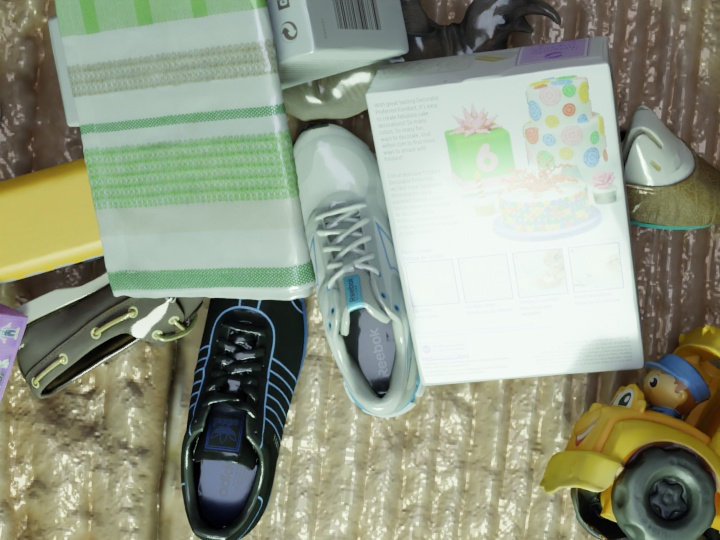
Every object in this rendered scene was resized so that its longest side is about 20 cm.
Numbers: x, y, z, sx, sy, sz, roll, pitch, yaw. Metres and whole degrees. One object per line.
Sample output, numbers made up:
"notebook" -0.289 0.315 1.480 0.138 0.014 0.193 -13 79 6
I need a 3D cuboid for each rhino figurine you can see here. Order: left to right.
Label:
"rhino figurine" 0.030 -0.148 0.892 0.198 0.060 0.088 -7 96 7

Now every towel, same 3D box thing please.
"towel" -0.099 -0.083 0.790 0.148 0.031 0.201 0 105 31

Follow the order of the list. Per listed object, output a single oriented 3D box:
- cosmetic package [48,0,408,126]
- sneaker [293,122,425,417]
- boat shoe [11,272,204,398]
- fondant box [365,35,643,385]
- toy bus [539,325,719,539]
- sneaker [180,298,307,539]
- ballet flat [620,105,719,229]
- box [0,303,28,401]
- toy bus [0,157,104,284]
"cosmetic package" -0.082 -0.143 0.838 0.199 0.101 0.072 -11 91 35
"sneaker" 0.000 0.000 0.890 0.074 0.087 0.201 -17 90 5
"boat shoe" -0.141 0.023 0.895 0.199 0.072 0.060 -23 84 16
"fondant box" 0.093 -0.033 0.851 0.143 0.058 0.201 -5 115 14
"toy bus" 0.235 0.098 0.860 0.199 0.136 0.193 21 82 -2
"sneaker" -0.076 0.080 0.901 0.070 0.078 0.202 5 93 4
"ballet flat" 0.148 -0.077 0.881 0.199 0.073 0.068 12 48 6
"box" -0.309 0.100 0.910 0.136 0.039 0.201 22 94 28
"toy bus" -0.153 -0.047 0.900 0.199 0.078 0.066 -15 92 4
